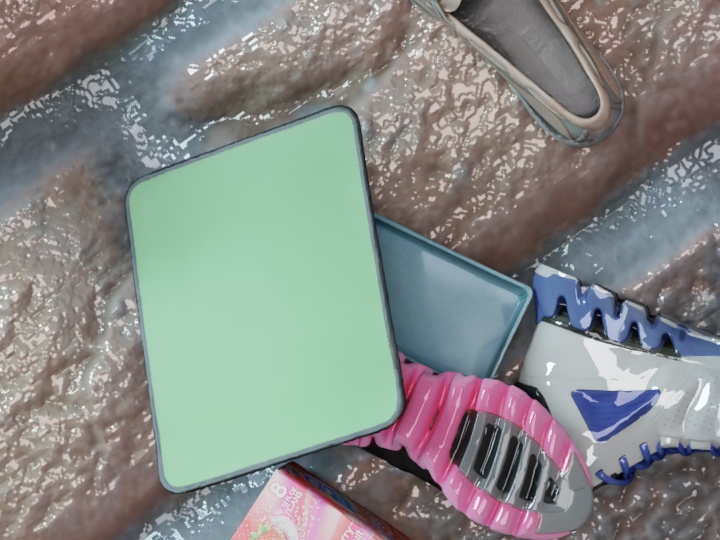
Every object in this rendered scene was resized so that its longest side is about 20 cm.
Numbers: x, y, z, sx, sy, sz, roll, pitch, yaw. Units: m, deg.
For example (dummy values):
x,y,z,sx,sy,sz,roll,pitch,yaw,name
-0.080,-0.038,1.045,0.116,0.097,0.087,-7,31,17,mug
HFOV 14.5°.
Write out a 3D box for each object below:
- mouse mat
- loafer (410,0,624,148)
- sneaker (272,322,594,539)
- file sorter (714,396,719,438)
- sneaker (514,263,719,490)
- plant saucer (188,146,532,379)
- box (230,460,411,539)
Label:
x,y,z,sx,sy,sz,roll,pitch,yaw,name
-0.058,0.016,1.619,0.160,0.008,0.201,-18,67,22,mouse mat
0.080,-0.156,1.637,0.072,0.063,0.200,-43,87,2,loafer
0.048,0.094,1.619,0.199,0.095,0.079,28,84,17,sneaker
0.290,0.038,1.460,0.199,0.125,0.140,10,91,10,file sorter
0.173,0.085,1.628,0.199,0.081,0.116,24,95,11,sneaker
0.000,0.000,1.651,0.199,0.019,0.070,26,92,13,plant saucer
-0.058,0.220,1.628,0.102,0.095,0.201,32,91,4,box
